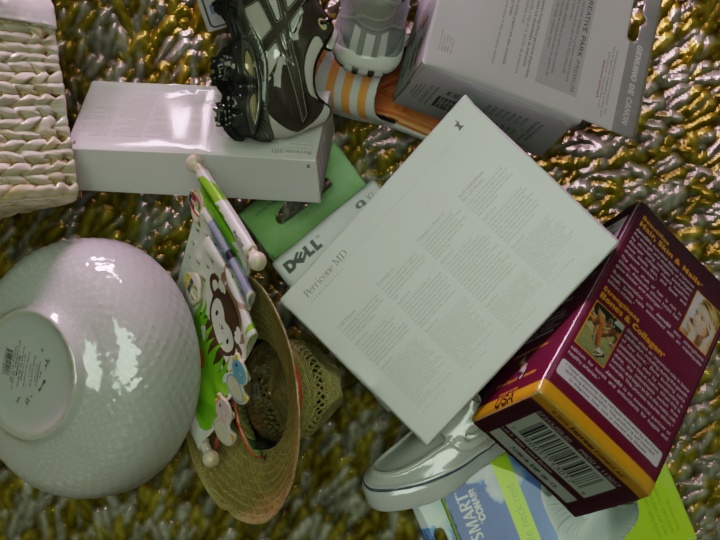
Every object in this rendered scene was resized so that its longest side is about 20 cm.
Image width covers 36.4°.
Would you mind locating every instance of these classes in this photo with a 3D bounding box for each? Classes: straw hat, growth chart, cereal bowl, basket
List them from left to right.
[{"bbox_3d":[-0.342,-0.108,0.796,0.196,0.199,0.163,-10,92,31],"label":"basket"},{"bbox_3d":[-0.222,0.076,0.825,0.198,0.083,0.203,0,91,26],"label":"cereal bowl"},{"bbox_3d":[-0.114,0.035,0.822,0.018,0.145,0.202,-5,128,-34],"label":"growth chart"},{"bbox_3d":[-0.061,0.092,0.840,0.084,0.200,0.204,-3,85,-33],"label":"straw hat"}]

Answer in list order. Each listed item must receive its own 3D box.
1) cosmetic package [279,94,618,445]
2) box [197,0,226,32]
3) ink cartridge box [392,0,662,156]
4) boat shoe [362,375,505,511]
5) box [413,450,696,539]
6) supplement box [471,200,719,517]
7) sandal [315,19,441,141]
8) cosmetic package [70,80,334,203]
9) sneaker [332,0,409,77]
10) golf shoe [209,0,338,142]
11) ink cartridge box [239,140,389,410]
[{"bbox_3d":[0.063,0.000,0.794,0.151,0.052,0.200,44,96,3],"label":"cosmetic package"},{"bbox_3d":[-0.097,-0.295,0.836,0.115,0.201,0.060,-16,45,-2],"label":"box"},{"bbox_3d":[0.138,-0.204,0.855,0.174,0.084,0.202,19,74,-10],"label":"ink cartridge box"},{"bbox_3d":[0.082,0.113,0.854,0.199,0.073,0.066,-30,114,-15],"label":"boat shoe"},{"bbox_3d":[0.149,0.192,0.870,0.198,0.048,0.123,-23,85,-2],"label":"box"},{"bbox_3d":[0.183,0.063,0.807,0.110,0.086,0.201,42,55,-8],"label":"supplement box"},{"bbox_3d":[0.032,-0.154,0.885,0.205,0.059,0.080,21,84,6],"label":"sandal"},{"bbox_3d":[-0.124,-0.101,0.866,0.197,0.051,0.083,4,47,7],"label":"cosmetic package"},{"bbox_3d":[0.022,-0.257,0.841,0.074,0.116,0.202,6,60,-6],"label":"sneaker"},{"bbox_3d":[-0.064,-0.198,0.810,0.093,0.078,0.203,-5,103,-18],"label":"golf shoe"},{"bbox_3d":[0.000,0.000,0.870,0.103,0.059,0.201,-38,87,-2],"label":"ink cartridge box"}]
